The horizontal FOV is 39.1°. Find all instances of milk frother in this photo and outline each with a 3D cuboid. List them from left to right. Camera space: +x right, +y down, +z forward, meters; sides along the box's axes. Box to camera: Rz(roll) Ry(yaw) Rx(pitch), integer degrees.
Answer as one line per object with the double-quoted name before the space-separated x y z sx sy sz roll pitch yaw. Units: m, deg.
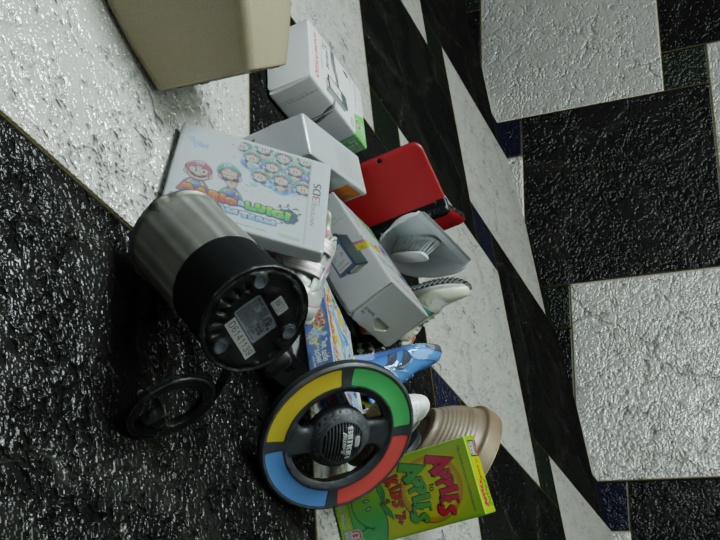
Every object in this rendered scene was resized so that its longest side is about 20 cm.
"milk frother" -0.181 0.047 1.035 0.188 0.200 0.181 40 -37 47

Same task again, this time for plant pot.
"plant pot" -0.194 -0.332 1.294 0.200 0.199 0.177 -41 121 -70
"plant pot" 0.119 0.279 1.558 0.093 0.201 0.201 36 28 -11

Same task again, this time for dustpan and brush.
"dustpan and brush" 0.063 -0.024 1.659 0.140 0.200 0.057 43 60 -29

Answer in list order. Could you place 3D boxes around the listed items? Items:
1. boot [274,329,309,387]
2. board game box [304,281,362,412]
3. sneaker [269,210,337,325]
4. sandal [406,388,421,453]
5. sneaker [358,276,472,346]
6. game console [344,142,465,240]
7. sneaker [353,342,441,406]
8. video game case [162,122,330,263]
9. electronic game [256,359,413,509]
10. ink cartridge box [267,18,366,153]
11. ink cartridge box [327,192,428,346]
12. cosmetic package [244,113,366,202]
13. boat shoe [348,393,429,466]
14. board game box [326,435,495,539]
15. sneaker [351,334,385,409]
"boot" -0.112 0.075 1.287 0.200 0.073 0.096 56 16 -57
"board game box" -0.037 0.111 1.320 0.200 0.034 0.135 -101 171 -47
"sneaker" -0.076 -0.015 1.275 0.081 0.088 0.200 21 36 -18
"sandal" 0.051 0.236 1.564 0.048 0.075 0.200 53 14 -15
"sneaker" 0.090 0.072 1.639 0.070 0.199 0.094 -33 108 -77
"game console" 0.051 -0.112 1.707 0.172 0.200 0.119 16 56 -67
"sneaker" 0.032 0.155 1.456 0.200 0.066 0.079 -10 73 -26
"video game case" -0.137 -0.099 1.252 0.200 0.024 0.182 15 40 -11
"electronic game" -0.028 0.197 1.208 0.200 0.200 0.042 57 -9 -32
"ink cartridge box" -0.074 -0.303 1.735 0.200 0.084 0.146 48 28 -47
"ink cartridge box" 0.000 0.000 1.536 0.145 0.087 0.200 42 14 -54
"cosmetic package" -0.080 -0.158 1.546 0.200 0.101 0.071 28 45 -62
"boat shoe" 0.033 0.212 1.356 0.069 0.200 0.071 -9 73 -29
"board game box" 0.064 0.292 1.327 0.048 0.200 0.102 20 52 -66
"sneaker" 0.006 0.189 1.520 0.089 0.077 0.200 97 -12 -53
